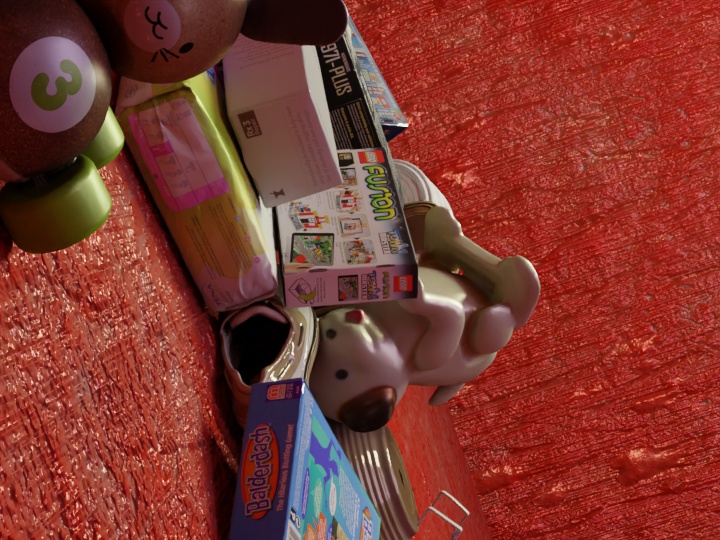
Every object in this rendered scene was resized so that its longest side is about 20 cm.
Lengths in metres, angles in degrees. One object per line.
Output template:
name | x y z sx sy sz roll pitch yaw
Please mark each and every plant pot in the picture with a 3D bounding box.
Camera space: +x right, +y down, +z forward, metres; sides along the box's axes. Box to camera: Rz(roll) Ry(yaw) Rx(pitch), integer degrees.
plant pot | -0.005 0.200 1.192 0.201 0.092 0.201 -19 90 -83

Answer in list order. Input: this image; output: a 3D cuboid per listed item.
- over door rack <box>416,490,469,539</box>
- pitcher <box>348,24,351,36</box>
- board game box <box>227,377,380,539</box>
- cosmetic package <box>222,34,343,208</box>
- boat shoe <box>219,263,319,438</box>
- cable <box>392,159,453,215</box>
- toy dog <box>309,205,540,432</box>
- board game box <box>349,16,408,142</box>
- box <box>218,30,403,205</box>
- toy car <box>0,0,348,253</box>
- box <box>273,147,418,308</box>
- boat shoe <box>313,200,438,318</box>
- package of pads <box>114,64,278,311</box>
over door rack | 0.056 0.300 1.142 0.148 0.066 0.201 33 77 -82
pitcher | -0.060 -0.172 1.449 0.121 0.171 0.200 18 44 -41
board game box | -0.037 0.200 0.978 0.200 0.045 0.152 65 22 -44
cosmetic package | -0.069 -0.156 1.106 0.200 0.074 0.102 -103 175 -48
boat shoe | -0.075 0.052 1.078 0.200 0.074 0.069 -99 175 -51
cable | 0.008 -0.037 1.514 0.069 0.199 0.200 49 26 -42
toy dog | 0.030 0.058 1.182 0.140 0.200 0.194 43 -39 28
board game box | -0.050 -0.214 1.562 0.062 0.200 0.200 -1 68 -39
box | -0.065 -0.138 1.312 0.086 0.163 0.200 -92 163 -67
toy car | -0.113 -0.131 0.673 0.158 0.199 0.165 -98 168 -59
box | -0.018 -0.042 1.135 0.200 0.110 0.035 -101 -172 -56
boat shoe | 0.000 0.000 1.306 0.072 0.200 0.068 58 5 -8
package of pads | -0.125 -0.085 1.055 0.155 0.068 0.200 -100 169 -57
